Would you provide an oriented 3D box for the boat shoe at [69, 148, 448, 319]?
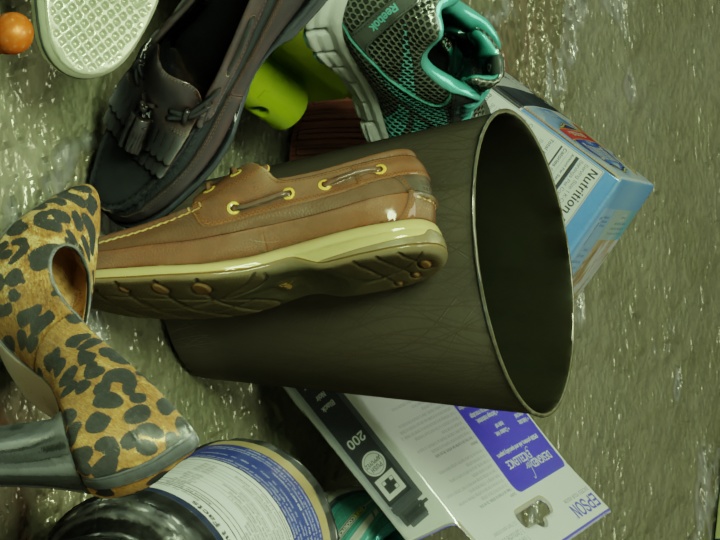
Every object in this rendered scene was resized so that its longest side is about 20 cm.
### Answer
[{"bbox_3d":[-0.056,-0.019,1.512,0.072,0.199,0.068,66,16,-70],"label":"boat shoe"}]

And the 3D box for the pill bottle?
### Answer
[{"bbox_3d":[-0.098,0.159,1.487,0.200,0.111,0.112,-22,107,-64],"label":"pill bottle"}]

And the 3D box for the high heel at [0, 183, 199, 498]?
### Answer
[{"bbox_3d":[-0.119,0.030,1.413,0.072,0.142,0.201,64,33,-41],"label":"high heel"}]

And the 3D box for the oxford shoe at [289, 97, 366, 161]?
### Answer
[{"bbox_3d":[0.012,-0.084,1.813,0.200,0.070,0.074,-52,140,-53],"label":"oxford shoe"}]

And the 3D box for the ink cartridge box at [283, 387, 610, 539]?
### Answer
[{"bbox_3d":[0.050,0.102,1.781,0.200,0.043,0.198,50,23,10],"label":"ink cartridge box"}]

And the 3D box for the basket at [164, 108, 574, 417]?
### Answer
[{"bbox_3d":[0.000,0.000,1.614,0.136,0.199,0.181,-62,143,-49],"label":"basket"}]

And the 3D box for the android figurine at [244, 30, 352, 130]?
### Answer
[{"bbox_3d":[-0.044,-0.178,1.652,0.200,0.041,0.183,33,63,-46],"label":"android figurine"}]

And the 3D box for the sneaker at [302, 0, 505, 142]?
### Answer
[{"bbox_3d":[0.042,-0.106,1.599,0.200,0.091,0.078,45,61,-57],"label":"sneaker"}]

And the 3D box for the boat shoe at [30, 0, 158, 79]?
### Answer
[{"bbox_3d":[-0.140,-0.187,1.470,0.074,0.062,0.201,10,68,-31],"label":"boat shoe"}]

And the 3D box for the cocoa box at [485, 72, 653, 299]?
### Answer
[{"bbox_3d":[0.086,-0.039,1.792,0.134,0.131,0.200,-55,171,7],"label":"cocoa box"}]

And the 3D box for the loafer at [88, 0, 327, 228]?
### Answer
[{"bbox_3d":[-0.086,-0.113,1.510,0.200,0.072,0.063,-53,151,7],"label":"loafer"}]

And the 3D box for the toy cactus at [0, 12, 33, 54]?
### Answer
[{"bbox_3d":[-0.229,-0.079,1.263,0.165,0.102,0.201,25,73,-53],"label":"toy cactus"}]

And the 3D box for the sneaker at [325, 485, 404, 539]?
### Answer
[{"bbox_3d":[-0.004,0.226,1.731,0.077,0.079,0.201,34,58,-61],"label":"sneaker"}]

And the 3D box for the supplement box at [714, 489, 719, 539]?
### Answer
[{"bbox_3d":[0.416,0.202,2.603,0.200,0.134,0.201,50,44,-54],"label":"supplement box"}]
